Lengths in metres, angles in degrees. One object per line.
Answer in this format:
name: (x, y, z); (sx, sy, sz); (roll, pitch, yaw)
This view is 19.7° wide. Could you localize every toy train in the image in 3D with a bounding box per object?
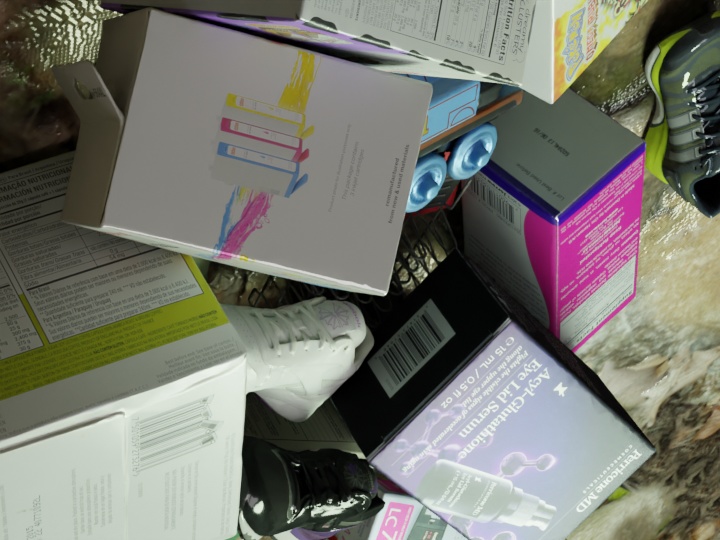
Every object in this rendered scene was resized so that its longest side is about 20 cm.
toy train: (0.024, -0.101, 1.384); (0.199, 0.087, 0.115); (-29, 144, -33)

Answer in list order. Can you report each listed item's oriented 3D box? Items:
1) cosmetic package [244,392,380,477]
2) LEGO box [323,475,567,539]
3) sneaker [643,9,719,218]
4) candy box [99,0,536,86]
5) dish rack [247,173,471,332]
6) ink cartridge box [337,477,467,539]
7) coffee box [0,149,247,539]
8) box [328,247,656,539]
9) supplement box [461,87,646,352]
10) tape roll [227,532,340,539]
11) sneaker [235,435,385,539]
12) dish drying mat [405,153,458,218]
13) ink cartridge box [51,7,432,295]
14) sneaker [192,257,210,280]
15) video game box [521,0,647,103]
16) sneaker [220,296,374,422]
cosmetic package: (-0.079, 0.123, 1.572); (0.199, 0.106, 0.071); (9, 129, -47)
LEGO box: (0.059, 0.239, 1.801); (0.200, 0.149, 0.077); (-39, 148, 4)
sneaker: (0.270, -0.122, 1.613); (0.073, 0.081, 0.201); (-29, 147, -12)
candy box: (-0.021, -0.163, 1.203); (0.199, 0.167, 0.072); (9, 91, -48)
dish rack: (0.000, 0.000, 1.510); (0.152, 0.055, 0.200); (-15, 154, -30)
ink cartridge box: (0.060, 0.237, 1.653); (0.199, 0.042, 0.120); (14, 99, -43)
coffee box: (-0.203, 0.073, 1.302); (0.199, 0.198, 0.201); (-19, 145, -22)
box: (0.095, 0.108, 1.520); (0.148, 0.104, 0.200); (-46, 126, 8)
supplement box: (0.145, -0.034, 1.571); (0.103, 0.101, 0.201); (-39, 151, -22)
tape roll: (-0.053, 0.269, 1.703); (0.200, 0.201, 0.048); (-39, -173, 4)
sneaker: (-0.037, 0.145, 1.442); (0.087, 0.076, 0.200); (-17, 166, 10)
dish drying mat: (-0.011, -0.056, 1.491); (0.199, 0.018, 0.077); (-15, 142, -30)
ink cartridge box: (-0.081, -0.070, 1.199); (0.198, 0.128, 0.127); (13, 88, -19)
sneaker: (-0.100, -0.051, 1.364); (0.089, 0.067, 0.201); (-22, 142, -15)
video game box: (0.161, -0.237, 1.348); (0.182, 0.047, 0.201); (-45, 152, -24)
sneaker: (-0.057, 0.044, 1.414); (0.099, 0.075, 0.200); (-36, 159, 13)
